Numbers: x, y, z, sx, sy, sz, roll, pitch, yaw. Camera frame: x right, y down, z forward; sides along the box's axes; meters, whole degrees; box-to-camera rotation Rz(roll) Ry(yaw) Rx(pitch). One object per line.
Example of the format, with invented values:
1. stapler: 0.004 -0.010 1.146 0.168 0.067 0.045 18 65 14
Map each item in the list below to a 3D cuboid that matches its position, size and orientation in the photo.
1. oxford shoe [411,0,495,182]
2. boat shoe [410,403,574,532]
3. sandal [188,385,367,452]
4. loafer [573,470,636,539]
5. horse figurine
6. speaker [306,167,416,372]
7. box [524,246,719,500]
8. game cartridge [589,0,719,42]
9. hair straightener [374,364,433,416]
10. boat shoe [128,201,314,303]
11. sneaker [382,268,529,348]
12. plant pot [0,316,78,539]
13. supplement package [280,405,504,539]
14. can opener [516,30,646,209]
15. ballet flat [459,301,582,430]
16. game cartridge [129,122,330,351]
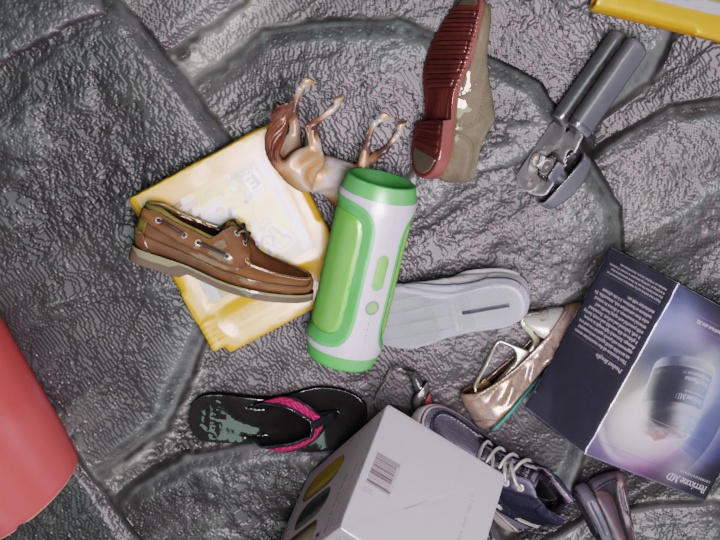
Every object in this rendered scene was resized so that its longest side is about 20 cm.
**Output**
1. oxford shoe: 0.111 -0.192 1.252 0.074 0.070 0.201 10 98 -33
2. boat shoe: 0.148 0.211 1.278 0.200 0.093 0.075 42 56 -22
3. sandal: -0.091 0.169 1.293 0.198 0.045 0.076 0 99 -5
4. loafer: 0.312 0.324 1.341 0.063 0.072 0.201 -27 97 -4
5. horse figurine: -0.030 -0.118 1.229 0.199 0.050 0.133 19 101 -37
6. speaker: 0.000 0.000 1.217 0.088 0.089 0.201 11 107 -6
7. box: 0.318 0.114 1.248 0.199 0.123 0.199 23 99 -31
8. game cartridge: 0.360 -0.343 1.247 0.199 0.032 0.178 11 98 -5
9. hair straightener: 0.064 0.200 1.312 0.077 0.041 0.201 -21 102 -1
10. boat shoe: -0.139 -0.019 1.216 0.199 0.072 0.068 14 100 -8
11. sneaker: 0.089 0.040 1.278 0.199 0.071 0.074 -4 105 17
12. plant pot: -0.400 0.171 1.204 0.200 0.201 0.178 -34 109 1
13. supplement package: 0.022 0.273 1.218 0.150 0.200 0.152 32 51 -9
14. can opener: 0.244 -0.161 1.274 0.067 0.053 0.201 31 96 -41
15. ballet flat: 0.187 0.089 1.294 0.067 0.068 0.200 43 92 -2
16. game cartridge: -0.125 -0.032 1.265 0.176 0.032 0.201 -28 99 0
